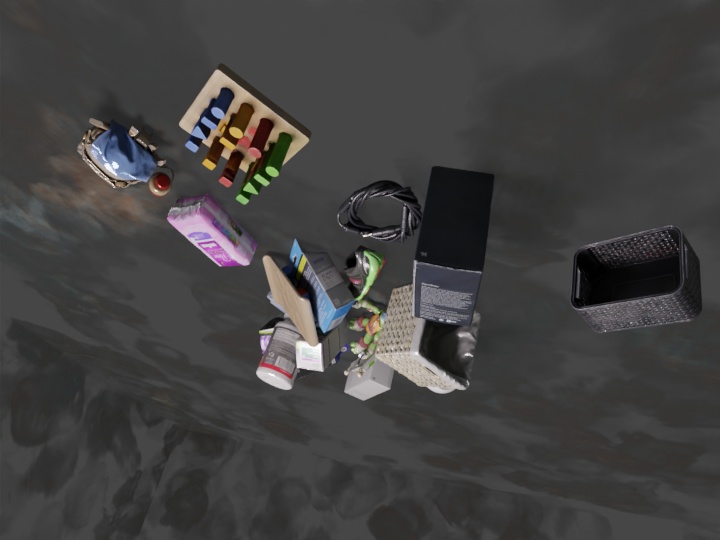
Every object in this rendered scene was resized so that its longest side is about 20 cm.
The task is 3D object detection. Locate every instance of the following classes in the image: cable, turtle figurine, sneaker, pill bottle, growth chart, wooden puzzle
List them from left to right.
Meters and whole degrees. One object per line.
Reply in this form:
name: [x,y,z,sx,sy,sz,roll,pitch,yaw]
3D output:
sneaker: [-0.230,0.195,1.747,0.194,0.074,0.084,-3,114,34]
pill bottle: [-0.203,0.212,1.581,0.107,0.205,0.112,17,155,8]
wooden puzzle: [-0.168,0.072,1.454,0.199,0.046,0.189,43,153,36]
turtle figurine: [-0.002,0.155,1.521,0.146,0.198,0.194,52,153,5]
sneaker: [0.000,0.000,1.345,0.083,0.077,0.201,34,147,4]
growth chart: [0.021,0.237,1.558,0.018,0.144,0.200,50,162,-2]
cable: [0.047,-0.109,1.142,0.160,0.052,0.199,28,148,-18]

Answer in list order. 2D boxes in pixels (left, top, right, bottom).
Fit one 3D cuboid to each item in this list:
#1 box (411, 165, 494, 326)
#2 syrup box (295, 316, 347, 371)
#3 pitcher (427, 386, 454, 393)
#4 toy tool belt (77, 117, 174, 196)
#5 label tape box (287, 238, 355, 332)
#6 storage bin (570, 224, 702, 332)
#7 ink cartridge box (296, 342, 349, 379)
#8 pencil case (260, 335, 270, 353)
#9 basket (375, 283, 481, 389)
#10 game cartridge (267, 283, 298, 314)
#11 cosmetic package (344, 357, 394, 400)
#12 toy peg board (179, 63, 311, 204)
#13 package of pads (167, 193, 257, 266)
box: [0.165,-0.040,1.039,0.119,0.206,0.199,8,151,11]
syrup box: [-0.103,0.195,1.575,0.076,0.200,0.085,4,106,18]
pitcher: [0.232,0.255,1.552,0.164,0.127,0.200,2,-174,-8]
toy tool belt: [-0.458,-0.225,1.147,0.197,0.128,0.121,33,156,-27]
label tape box: [-0.101,0.029,1.400,0.065,0.204,0.144,-22,162,-25]
storage bin: [0.492,0.020,1.029,0.196,0.139,0.093,-15,138,44]
ink cartridge box: [-0.130,0.261,1.750,0.194,0.038,0.097,-23,132,-5]
pencil case: [-0.227,0.233,1.820,0.192,0.089,0.084,5,180,18]
basket: [0.164,0.159,1.375,0.196,0.206,0.158,35,148,-31]
game cartridge: [-0.154,0.088,1.595,0.195,0.042,0.133,-11,136,41]
cosmetic package: [0.029,0.338,1.841,0.083,0.111,0.199,25,151,-16]
toy peg board: [-0.226,-0.228,1.041,0.196,0.101,0.198,32,147,-25]
package of pads: [-0.349,-0.092,1.357,0.117,0.078,0.201,-1,146,34]
